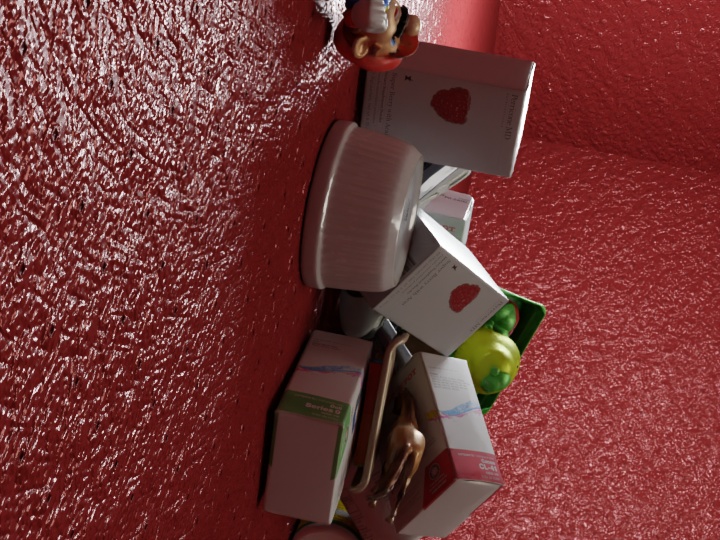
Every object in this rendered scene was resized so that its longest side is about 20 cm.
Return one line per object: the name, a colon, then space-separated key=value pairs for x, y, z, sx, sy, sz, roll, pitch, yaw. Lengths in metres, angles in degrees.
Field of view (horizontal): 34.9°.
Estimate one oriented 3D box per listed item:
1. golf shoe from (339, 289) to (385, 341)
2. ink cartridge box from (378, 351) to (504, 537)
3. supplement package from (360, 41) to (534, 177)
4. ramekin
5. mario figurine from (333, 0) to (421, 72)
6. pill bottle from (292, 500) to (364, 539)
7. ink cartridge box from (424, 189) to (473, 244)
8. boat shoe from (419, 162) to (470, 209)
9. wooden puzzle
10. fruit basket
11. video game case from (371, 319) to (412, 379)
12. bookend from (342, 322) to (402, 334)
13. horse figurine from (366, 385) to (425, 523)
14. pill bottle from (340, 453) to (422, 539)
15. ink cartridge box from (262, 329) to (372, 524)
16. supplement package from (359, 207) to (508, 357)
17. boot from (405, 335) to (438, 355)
golf shoe: x=0.000 y=0.000 z=1.590 sx=0.088 sy=0.077 sz=0.200 roll=25 pitch=74 yaw=-61
ink cartridge box: x=0.096 y=0.231 z=1.519 sx=0.148 sy=0.085 sz=0.200 roll=-52 pitch=-143 yaw=39
supplement package: x=0.111 y=-0.212 z=1.467 sx=0.120 sy=0.200 sz=0.121 roll=-65 pitch=164 yaw=-60
ramekin: x=0.006 y=-0.069 z=1.339 sx=0.200 sy=0.105 sz=0.201 roll=11 pitch=90 yaw=-82
mario figurine: x=0.027 y=-0.279 z=1.147 sx=0.123 sy=0.106 sz=0.200 roll=-40 pitch=151 yaw=-15
pill bottle: x=-0.029 y=0.374 z=1.714 sx=0.200 sy=0.113 sz=0.113 roll=-62 pitch=162 yaw=-65
ink cartridge box: x=0.096 y=-0.034 z=1.883 sx=0.083 sy=0.145 sz=0.200 roll=-62 pitch=162 yaw=-56
boat shoe: x=0.071 y=-0.101 z=1.556 sx=0.202 sy=0.075 sz=0.086 roll=-37 pitch=138 yaw=-19
wooden puzzle: x=0.020 y=0.174 z=1.466 sx=0.185 sy=0.037 sz=0.200 roll=1 pitch=104 yaw=-86
fruit basket: x=0.192 y=0.127 z=1.724 sx=0.155 sy=0.215 sz=0.216 roll=21 pitch=77 yaw=-37
video game case: x=0.019 y=0.148 z=1.668 sx=0.143 sy=0.018 sz=0.200 roll=56 pitch=-33 yaw=36
bookend: x=0.033 y=0.079 z=1.792 sx=0.200 sy=0.092 sz=0.199 roll=-62 pitch=163 yaw=-60
horse figurine: x=0.046 y=0.231 z=1.427 sx=0.200 sy=0.050 sz=0.133 roll=-67 pitch=177 yaw=-82
pill bottle: x=0.019 y=0.293 z=1.622 sx=0.200 sy=0.114 sz=0.114 roll=59 pitch=7 yaw=4
ink cartridge box: x=-0.048 y=0.184 z=1.387 sx=0.200 sy=0.087 sz=0.146 roll=-70 pitch=170 yaw=-64
supplement package: x=0.082 y=0.007 z=1.505 sx=0.121 sy=0.120 sz=0.200 roll=-44 pitch=141 yaw=10
boot: x=0.091 y=0.112 z=1.733 sx=0.200 sy=0.075 sz=0.107 roll=-63 pitch=180 yaw=23
